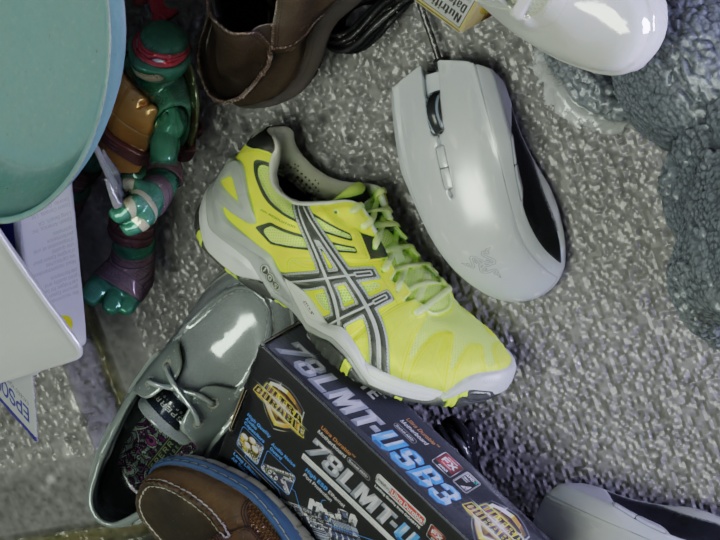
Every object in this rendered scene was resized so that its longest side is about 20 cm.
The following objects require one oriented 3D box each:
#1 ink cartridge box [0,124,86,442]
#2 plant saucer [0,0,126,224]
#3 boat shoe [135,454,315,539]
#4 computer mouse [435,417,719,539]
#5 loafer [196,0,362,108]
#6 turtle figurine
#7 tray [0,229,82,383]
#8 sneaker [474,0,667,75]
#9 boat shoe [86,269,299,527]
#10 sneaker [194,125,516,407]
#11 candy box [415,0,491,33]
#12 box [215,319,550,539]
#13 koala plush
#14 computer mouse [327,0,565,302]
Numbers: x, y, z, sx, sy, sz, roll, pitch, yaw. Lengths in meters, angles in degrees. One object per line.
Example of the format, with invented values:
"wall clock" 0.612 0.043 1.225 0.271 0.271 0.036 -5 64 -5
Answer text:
"ink cartridge box" -0.212 -0.039 1.655 0.198 0.047 0.200 43 144 47
"plant saucer" -0.177 -0.124 1.485 0.200 0.036 0.200 8 101 45
"boat shoe" -0.059 0.174 1.611 0.200 0.072 0.072 36 134 27
"computer mouse" 0.125 0.151 1.590 0.200 0.044 0.110 13 116 25
"loafer" -0.051 -0.144 1.528 0.200 0.071 0.073 -49 53 58
"turtle figurine" -0.134 -0.076 1.619 0.150 0.101 0.200 57 147 31
"tray" -0.238 0.020 1.603 0.200 0.022 0.107 -17 113 41
"sneaker" 0.046 -0.152 1.350 0.200 0.088 0.075 40 122 9
"boat shoe" -0.095 0.076 1.678 0.070 0.072 0.201 40 125 10
"sneaker" 0.000 0.000 1.591 0.200 0.075 0.076 34 123 12
"candy box" 0.097 -0.218 1.419 0.055 0.115 0.200 38 124 12
"box" 0.000 0.159 1.633 0.200 0.050 0.199 41 135 21
"koala plush" 0.185 -0.076 1.408 0.177 0.184 0.200 -39 76 35
"computer mouse" 0.049 -0.071 1.551 0.110 0.044 0.200 -17 100 33
